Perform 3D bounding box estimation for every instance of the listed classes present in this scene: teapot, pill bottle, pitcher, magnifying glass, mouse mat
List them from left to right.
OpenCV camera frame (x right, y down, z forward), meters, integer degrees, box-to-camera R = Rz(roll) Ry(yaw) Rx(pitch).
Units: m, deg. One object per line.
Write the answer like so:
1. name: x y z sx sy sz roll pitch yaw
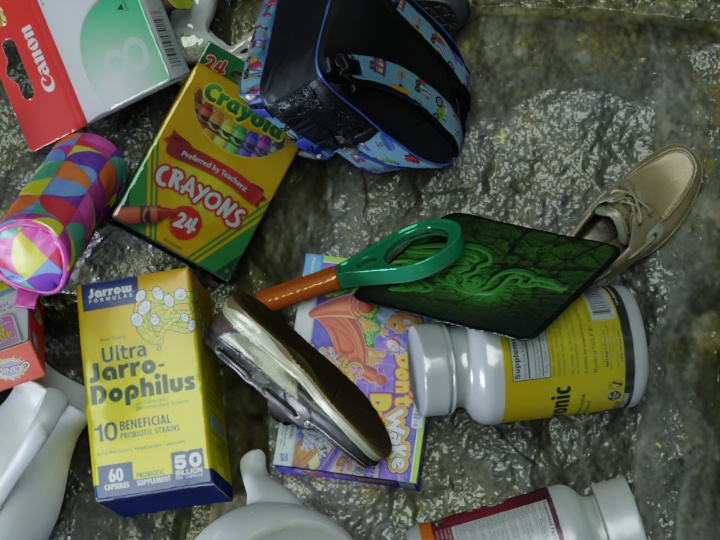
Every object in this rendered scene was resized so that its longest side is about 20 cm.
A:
1. pitcher: -0.315 0.185 1.631 0.121 0.172 0.201 32 88 -5
2. teapot: -0.091 0.295 1.603 0.200 0.146 0.198 -39 108 -24
3. magnifying glass: 0.000 0.000 1.668 0.199 0.080 0.022 -17 117 9
4. mouse mat: 0.113 0.002 1.641 0.199 0.008 0.161 12 38 38
5. pill bottle: 0.146 0.078 1.630 0.199 0.111 0.112 -6 74 -8
6. pill bottle: 0.147 0.251 1.602 0.199 0.110 0.110 -16 74 1

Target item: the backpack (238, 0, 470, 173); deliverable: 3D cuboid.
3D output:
1. backpack: 0.006 -0.178 1.706 0.134 0.200 0.184 -24 45 38

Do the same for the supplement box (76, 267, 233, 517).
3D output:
1. supplement box: -0.187 0.113 1.674 0.108 0.110 0.201 -9 74 3

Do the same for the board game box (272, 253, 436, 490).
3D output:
1. board game box: 0.002 0.093 1.693 0.133 0.045 0.201 6 76 8

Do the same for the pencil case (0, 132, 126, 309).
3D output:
1. pencil case: -0.279 -0.052 1.693 0.088 0.089 0.200 9 32 8

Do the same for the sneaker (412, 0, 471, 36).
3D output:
1. sneaker: 0.019 -0.274 1.790 0.199 0.072 0.083 9 52 7

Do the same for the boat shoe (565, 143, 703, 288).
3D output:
1. boat shoe: 0.242 -0.043 1.694 0.200 0.065 0.072 -43 75 -6

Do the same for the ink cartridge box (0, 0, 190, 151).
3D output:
1. ink cartridge box: -0.275 -0.218 1.727 0.199 0.050 0.162 -22 91 23

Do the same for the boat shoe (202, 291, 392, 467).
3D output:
1. boat shoe: -0.057 0.106 1.642 0.200 0.073 0.065 46 109 7

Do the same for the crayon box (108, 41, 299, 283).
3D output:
1. crayon box: -0.136 -0.105 1.732 0.126 0.051 0.201 28 81 -10

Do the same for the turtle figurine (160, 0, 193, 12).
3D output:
1. turtle figurine: -0.243 -0.263 1.770 0.161 0.064 0.201 -27 64 33

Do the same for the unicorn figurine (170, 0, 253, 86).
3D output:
1. unicorn figurine: -0.154 -0.271 1.791 0.136 0.074 0.201 1 75 6

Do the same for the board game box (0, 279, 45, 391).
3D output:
1. board game box: -0.367 0.051 1.682 0.152 0.041 0.200 -19 32 1
